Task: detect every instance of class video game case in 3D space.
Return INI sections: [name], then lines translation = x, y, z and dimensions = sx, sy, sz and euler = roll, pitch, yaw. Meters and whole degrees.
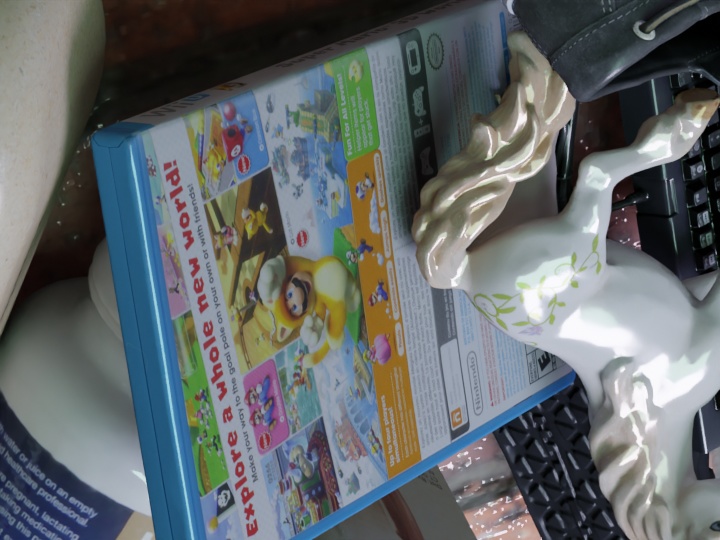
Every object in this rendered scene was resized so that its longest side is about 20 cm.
[video game case]
translation = 0.000, 0.000, 0.782
dimensions = 0.200, 0.018, 0.143
euler = -26, 115, -47

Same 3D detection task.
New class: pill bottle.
[pill bottle]
translation = -0.088, 0.074, 0.840
dimensions = 0.111, 0.111, 0.200
euler = 15, 120, -34

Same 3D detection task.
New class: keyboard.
[keyboard]
translation = 0.110, -0.029, 0.856
dimensions = 0.127, 0.021, 0.200
euler = -22, 115, -24

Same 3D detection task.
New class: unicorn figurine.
[unicorn figurine]
translation = 0.095, 0.014, 0.815
dimensions = 0.200, 0.074, 0.137
euler = 32, 91, -17

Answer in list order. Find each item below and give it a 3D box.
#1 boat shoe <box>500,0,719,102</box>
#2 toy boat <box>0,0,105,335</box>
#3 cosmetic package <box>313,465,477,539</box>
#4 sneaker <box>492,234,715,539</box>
[boat shoe]
translation = 0.122, -0.083, 0.768
dimensions = 0.200, 0.066, 0.070
euler = -7, 159, -48
[toy boat]
translation = -0.158, -0.029, 0.733
dimensions = 0.131, 0.131, 0.200
euler = 23, 119, -5
[cosmetic package]
translation = -0.003, 0.141, 0.876
dimensions = 0.087, 0.200, 0.103
euler = 25, 114, -40
[sneaker]
translation = 0.089, 0.035, 0.941
dimensions = 0.083, 0.072, 0.200
euler = -50, 136, -37
